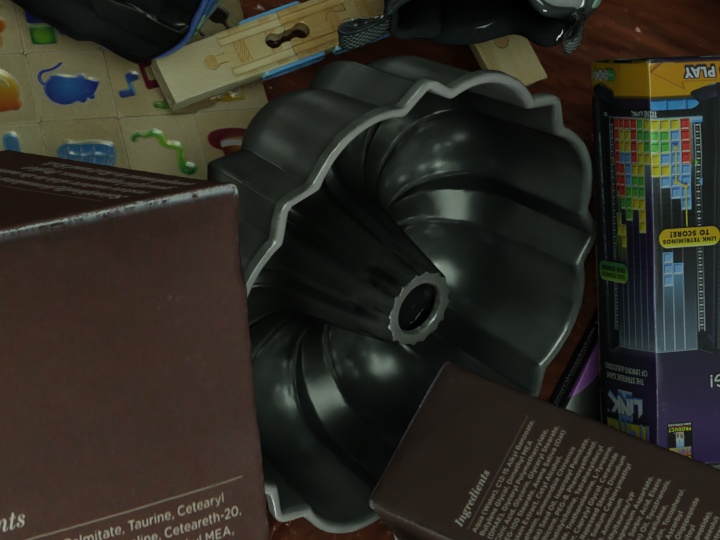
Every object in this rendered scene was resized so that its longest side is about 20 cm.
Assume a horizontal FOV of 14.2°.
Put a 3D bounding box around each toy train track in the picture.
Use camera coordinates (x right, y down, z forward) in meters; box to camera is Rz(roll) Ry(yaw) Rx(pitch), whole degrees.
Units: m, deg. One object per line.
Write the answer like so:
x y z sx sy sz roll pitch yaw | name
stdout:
0.004 -0.107 1.232 0.199 0.033 0.115 -21 74 -20 | toy train track

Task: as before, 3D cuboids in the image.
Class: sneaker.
0.016 -0.149 1.184 0.199 0.078 0.140 23 67 22 | sneaker

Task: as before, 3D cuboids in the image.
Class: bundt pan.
0.000 0.000 1.175 0.201 0.076 0.203 -25 131 -33 | bundt pan

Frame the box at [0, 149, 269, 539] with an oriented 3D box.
-0.144 0.072 1.045 0.164 0.166 0.201 -13 104 -35 | box

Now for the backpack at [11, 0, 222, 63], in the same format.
-0.112 -0.196 1.148 0.200 0.183 0.147 38 66 -3 | backpack

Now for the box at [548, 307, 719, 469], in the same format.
0.165 0.053 1.260 0.143 0.036 0.200 29 85 -7 | box

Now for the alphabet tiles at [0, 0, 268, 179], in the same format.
-0.135 -0.074 1.190 0.199 0.008 0.168 -5 63 -22 | alphabet tiles

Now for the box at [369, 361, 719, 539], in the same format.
0.113 0.116 1.139 0.199 0.100 0.075 20 72 28 | box

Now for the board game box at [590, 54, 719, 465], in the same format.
0.196 -0.009 1.202 0.199 0.057 0.166 -5 94 -22 | board game box
